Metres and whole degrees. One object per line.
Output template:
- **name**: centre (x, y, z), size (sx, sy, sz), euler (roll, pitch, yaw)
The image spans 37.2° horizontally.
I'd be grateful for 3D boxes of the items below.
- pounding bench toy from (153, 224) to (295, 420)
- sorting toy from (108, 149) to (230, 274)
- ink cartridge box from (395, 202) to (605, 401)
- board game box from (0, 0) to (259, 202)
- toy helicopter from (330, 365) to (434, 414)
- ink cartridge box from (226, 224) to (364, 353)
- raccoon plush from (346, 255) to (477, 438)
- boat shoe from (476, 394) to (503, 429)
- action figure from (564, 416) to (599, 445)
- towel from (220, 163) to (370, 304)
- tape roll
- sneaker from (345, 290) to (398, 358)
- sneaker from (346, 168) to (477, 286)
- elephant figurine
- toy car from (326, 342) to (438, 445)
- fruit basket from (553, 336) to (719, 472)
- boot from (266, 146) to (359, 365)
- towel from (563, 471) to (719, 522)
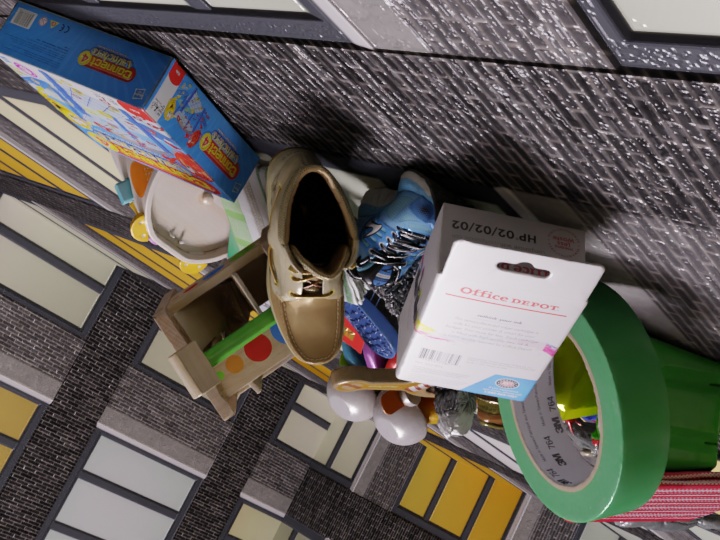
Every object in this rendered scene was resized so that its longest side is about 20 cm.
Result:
- **pounding bench toy**: centre (-0.103, 0.049, 1.051), size (0.125, 0.155, 0.200), euler (57, -179, -10)
- **sorting toy**: centre (-0.255, -0.102, 1.365), size (0.180, 0.107, 0.200), euler (45, -178, 40)
- **ink cartridge box**: centre (0.103, 0.018, 0.826), size (0.113, 0.069, 0.201), euler (10, 145, -5)
- **board game box**: centre (-0.224, -0.161, 1.043), size (0.198, 0.056, 0.196), euler (23, 168, 26)
- **toy helicopter**: centre (0.054, 0.130, 1.267), size (0.197, 0.080, 0.132), euler (3, 159, -23)
- **ink cartridge box**: centre (-0.077, 0.020, 1.320), size (0.199, 0.050, 0.162), euler (37, 148, 14)
- **raccoon plush**: centre (0.042, 0.051, 1.025), size (0.133, 0.203, 0.096), euler (0, 167, 42)
- **boat shoe**: centre (0.202, 0.153, 1.247), size (0.198, 0.069, 0.072), euler (10, -179, -39)
- **action figure**: centre (0.213, 0.140, 1.160), size (0.199, 0.052, 0.065), euler (37, 170, -27)
- **towel**: centre (-0.078, -0.052, 1.145), size (0.199, 0.031, 0.151), euler (23, 140, 40)
- **tape roll**: centre (0.182, 0.108, 0.910), size (0.048, 0.204, 0.200), euler (-8, -178, -20)
- **sneaker**: centre (0.000, 0.000, 1.206), size (0.201, 0.078, 0.070), euler (55, 150, -15)
- **sneaker**: centre (0.039, -0.023, 0.916), size (0.078, 0.091, 0.200), euler (30, 167, -12)
- **elephant figurine**: centre (0.354, 0.251, 1.376), size (0.140, 0.157, 0.200), euler (-14, -174, -7)
- **toy car**: centre (0.052, 0.121, 1.442), size (0.198, 0.175, 0.151), euler (21, 137, 36)
- **fruit basket**: centre (0.235, 0.127, 1.024), size (0.212, 0.158, 0.216), euler (10, 164, 3)
- **boot**: centre (-0.040, 0.000, 0.925), size (0.072, 0.203, 0.155), euler (-5, -168, -10)
- **towel**: centre (0.285, 0.209, 0.993), size (0.142, 0.023, 0.200), euler (1, 158, -12)
